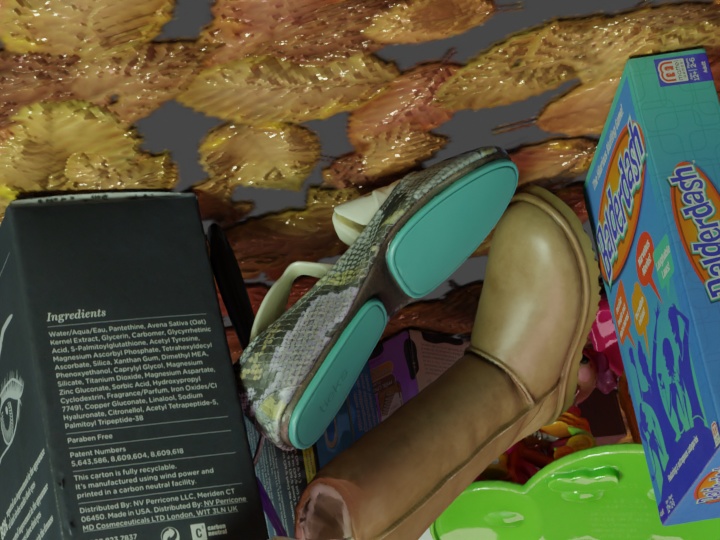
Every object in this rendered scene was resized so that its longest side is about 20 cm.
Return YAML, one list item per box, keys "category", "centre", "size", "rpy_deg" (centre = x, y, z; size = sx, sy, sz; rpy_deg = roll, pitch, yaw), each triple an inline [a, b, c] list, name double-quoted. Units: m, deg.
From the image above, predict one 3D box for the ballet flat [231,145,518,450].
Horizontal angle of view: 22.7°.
- category: "ballet flat"
  centre: [0.000, 0.000, 0.932]
  size: [0.201, 0.072, 0.072]
  rpy_deg: [-50, 166, -17]

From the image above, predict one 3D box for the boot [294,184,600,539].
- category: "boot"
  centre: [0.048, 0.070, 0.984]
  size: [0.200, 0.066, 0.176]
  rpy_deg: [-35, 136, -35]

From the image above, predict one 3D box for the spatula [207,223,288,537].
- category: "spatula"
  centre: [-0.056, 0.071, 0.952]
  size: [0.020, 0.202, 0.057]
  rpy_deg: [-10, 169, -6]

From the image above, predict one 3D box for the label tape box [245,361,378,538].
- category: "label tape box"
  centre: [-0.027, 0.111, 1.134]
  size: [0.066, 0.144, 0.200]
  rpy_deg: [3, 155, -28]

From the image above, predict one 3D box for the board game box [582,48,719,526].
- category: "board game box"
  centre: [0.164, 0.013, 0.914]
  size: [0.045, 0.202, 0.152]
  rpy_deg: [-8, 157, -5]

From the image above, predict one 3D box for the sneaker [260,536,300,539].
- category: "sneaker"
  centre: [-0.075, 0.177, 0.854]
  size: [0.070, 0.074, 0.200]
  rpy_deg: [1, 146, -17]

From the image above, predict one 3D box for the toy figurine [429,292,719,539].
- category: "toy figurine"
  centre: [0.148, 0.097, 1.151]
  size: [0.198, 0.185, 0.151]
  rpy_deg: [-2, 132, 9]

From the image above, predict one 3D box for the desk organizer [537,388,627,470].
- category: "desk organizer"
  centre: [0.114, 0.129, 1.348]
  size: [0.076, 0.072, 0.200]
  rpy_deg: [-3, 157, -25]

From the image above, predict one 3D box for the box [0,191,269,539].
- category: "box"
  centre: [-0.132, 0.079, 0.932]
  size: [0.103, 0.202, 0.148]
  rpy_deg: [-4, 158, -23]

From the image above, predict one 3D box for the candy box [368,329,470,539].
- category: "candy box"
  centre: [0.017, 0.166, 1.216]
  size: [0.071, 0.202, 0.167]
  rpy_deg: [11, 150, -42]
